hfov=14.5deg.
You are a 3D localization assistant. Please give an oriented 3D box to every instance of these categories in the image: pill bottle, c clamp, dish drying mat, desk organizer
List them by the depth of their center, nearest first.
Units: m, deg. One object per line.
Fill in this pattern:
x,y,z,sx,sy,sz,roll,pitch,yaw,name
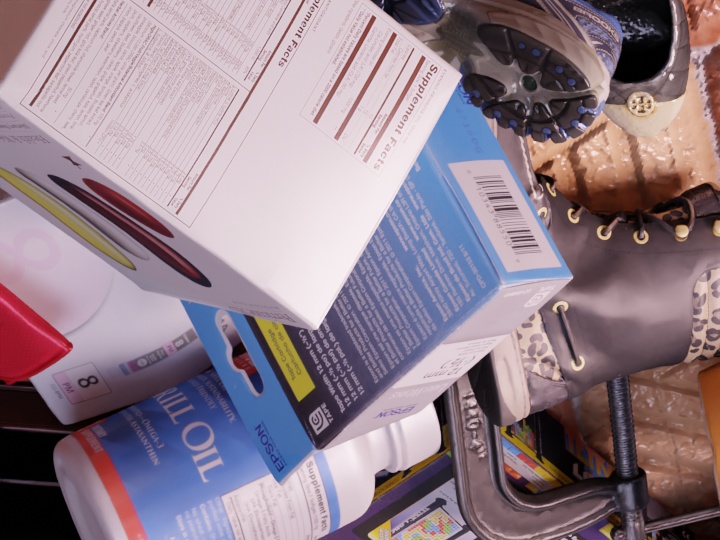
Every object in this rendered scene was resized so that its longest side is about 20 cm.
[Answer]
-0.248,-0.009,1.522,0.200,0.018,0.077,42,145,-16,dish drying mat
-0.061,0.105,1.576,0.199,0.112,0.113,-25,132,-15,pill bottle
0.125,0.077,1.603,0.170,0.027,0.201,-20,115,-12,c clamp
-0.181,0.119,1.637,0.198,0.077,0.072,4,131,-5,desk organizer

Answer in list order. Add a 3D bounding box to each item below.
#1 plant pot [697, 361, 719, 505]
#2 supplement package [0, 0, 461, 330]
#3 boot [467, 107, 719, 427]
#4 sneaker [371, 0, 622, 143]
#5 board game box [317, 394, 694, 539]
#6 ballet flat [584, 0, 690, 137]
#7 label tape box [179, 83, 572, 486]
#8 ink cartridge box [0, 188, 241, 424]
0.285,0.100,1.546,0.182,0.201,0.201,-12,130,6,plant pot
-0.101,-0.092,1.357,0.200,0.191,0.148,36,77,-28,supplement package
0.124,-0.024,1.520,0.149,0.073,0.202,-11,104,-13,boot
0.044,-0.142,1.417,0.199,0.085,0.077,35,134,5,sneaker
0.079,0.165,1.697,0.165,0.057,0.200,-34,123,27,board game box
0.130,-0.144,1.432,0.066,0.057,0.201,-9,130,7,ballet flat
0.000,0.000,1.478,0.066,0.144,0.200,-9,154,-46,label tape box
-0.112,-0.009,1.550,0.199,0.057,0.163,-16,129,18,ink cartridge box
